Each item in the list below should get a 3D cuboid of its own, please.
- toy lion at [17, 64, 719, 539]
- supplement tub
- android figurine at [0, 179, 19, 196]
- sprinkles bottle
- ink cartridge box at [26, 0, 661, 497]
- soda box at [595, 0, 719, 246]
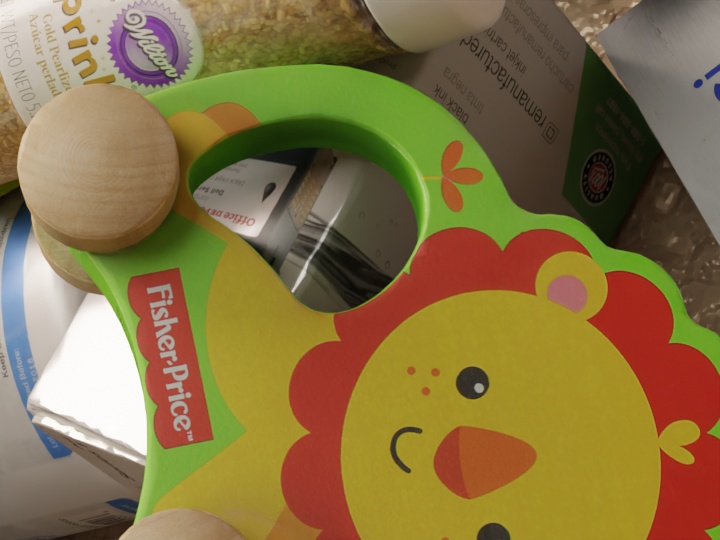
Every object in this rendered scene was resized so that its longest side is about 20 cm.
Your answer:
[{"bbox_3d":[0.011,0.034,0.733,0.190,0.069,0.201,-12,75,-6],"label":"toy lion"},{"bbox_3d":[-0.140,0.039,0.958,0.199,0.132,0.133,-14,54,32],"label":"supplement tub"},{"bbox_3d":[-0.158,-0.044,0.946,0.199,0.041,0.181,-33,15,-33],"label":"android figurine"},{"bbox_3d":[-0.056,-0.078,0.791,0.199,0.068,0.069,-17,52,24],"label":"sprinkles bottle"},{"bbox_3d":[0.000,0.000,0.852,0.084,0.146,0.201,20,77,38],"label":"ink cartridge box"},{"bbox_3d":[0.148,-0.018,0.800,0.068,0.063,0.201,-37,45,12],"label":"soda box"}]
